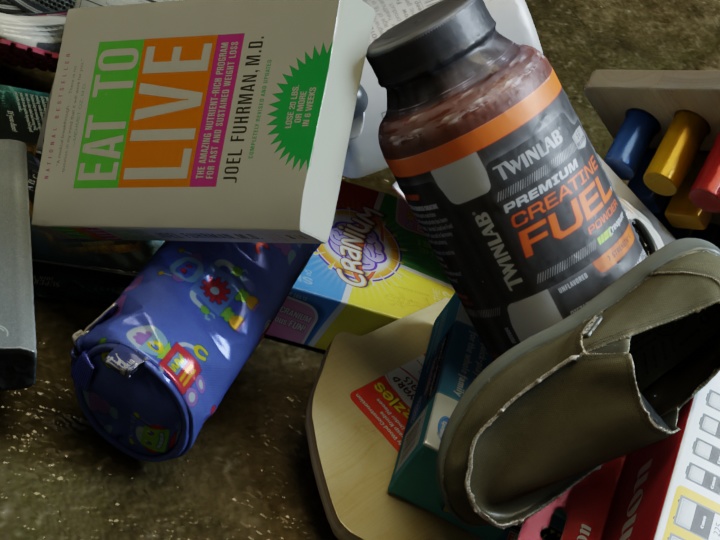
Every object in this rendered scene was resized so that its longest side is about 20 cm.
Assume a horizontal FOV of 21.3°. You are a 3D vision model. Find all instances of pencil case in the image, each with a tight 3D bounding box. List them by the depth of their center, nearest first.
[{"bbox_3d":[-0.092,0.017,1.081,0.087,0.078,0.200,38,45,-6],"label":"pencil case"}]

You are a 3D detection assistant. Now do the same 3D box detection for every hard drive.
[{"bbox_3d":[-0.252,-0.006,1.059,0.139,0.033,0.200,0,37,-12],"label":"hard drive"}]

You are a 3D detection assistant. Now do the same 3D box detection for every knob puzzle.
[{"bbox_3d":[0.045,0.116,1.104,0.219,0.031,0.220,20,41,-18],"label":"knob puzzle"}]

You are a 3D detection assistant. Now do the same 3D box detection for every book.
[{"bbox_3d":[-0.090,-0.082,1.064,0.199,0.134,0.048,1,-16,37],"label":"book"}]

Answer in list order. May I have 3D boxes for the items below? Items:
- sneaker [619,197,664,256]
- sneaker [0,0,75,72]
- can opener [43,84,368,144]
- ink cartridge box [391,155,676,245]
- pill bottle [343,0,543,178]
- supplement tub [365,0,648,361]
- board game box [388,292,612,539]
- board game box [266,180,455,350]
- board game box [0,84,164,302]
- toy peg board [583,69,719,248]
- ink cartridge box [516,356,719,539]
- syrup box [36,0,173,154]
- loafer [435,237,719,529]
[{"bbox_3d":[0.169,-0.004,1.207,0.092,0.076,0.200,24,23,-33],"label":"sneaker"},{"bbox_3d":[-0.204,-0.175,1.304,0.199,0.075,0.081,11,-8,7],"label":"sneaker"},{"bbox_3d":[-0.093,-0.085,1.141,0.199,0.054,0.067,-14,-5,3],"label":"can opener"},{"bbox_3d":[0.119,-0.022,1.301,0.200,0.045,0.176,47,47,-3],"label":"ink cartridge box"},{"bbox_3d":[0.009,-0.123,1.228,0.199,0.115,0.115,-21,43,-6],"label":"pill bottle"},{"bbox_3d":[0.078,-0.049,1.054,0.201,0.107,0.107,61,27,-14],"label":"supplement tub"},{"bbox_3d":[0.126,0.108,1.108,0.199,0.047,0.151,28,39,-8],"label":"board game box"},{"bbox_3d":[0.000,0.000,1.252,0.199,0.040,0.153,16,31,-14],"label":"board game box"},{"bbox_3d":[-0.186,-0.050,1.211,0.135,0.028,0.200,9,33,-25],"label":"board game box"},{"bbox_3d":[0.264,-0.039,1.352,0.198,0.200,0.098,6,56,43],"label":"toy peg board"},{"bbox_3d":[0.174,0.158,0.998,0.175,0.084,0.201,28,54,-7],"label":"ink cartridge box"},{"bbox_3d":[-0.134,-0.159,1.190,0.081,0.201,0.079,20,29,-1],"label":"syrup box"},{"bbox_3d":[0.124,0.062,0.992,0.075,0.200,0.070,48,-2,-26],"label":"loafer"}]
